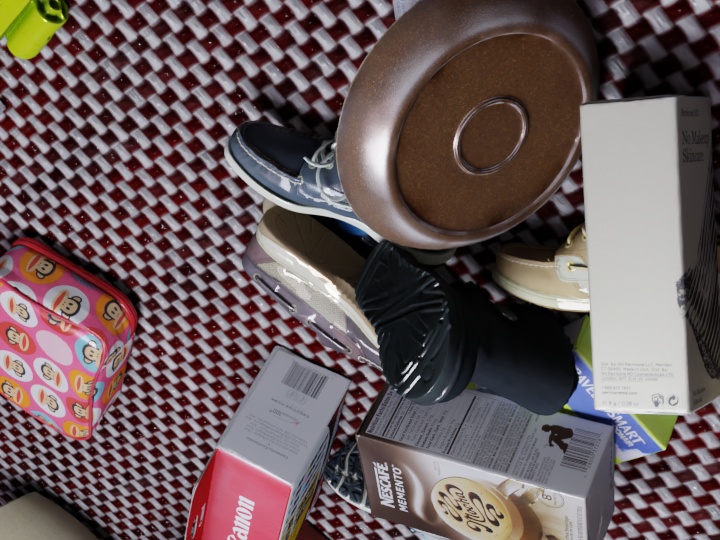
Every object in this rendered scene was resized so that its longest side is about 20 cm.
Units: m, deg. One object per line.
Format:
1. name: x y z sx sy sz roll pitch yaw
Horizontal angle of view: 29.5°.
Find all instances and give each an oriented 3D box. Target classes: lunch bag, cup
1. lunch bag: -0.319 0.066 1.364 0.175 0.082 0.201 29 140 4
2. cup: -0.403 0.354 1.640 0.200 0.199 0.144 -38 80 48

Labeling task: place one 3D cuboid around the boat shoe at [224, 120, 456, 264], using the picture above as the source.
1. boat shoe: -0.008 -0.070 1.043 0.198 0.075 0.062 28 141 3

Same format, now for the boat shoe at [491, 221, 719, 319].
1. boat shoe: 0.185 -0.007 0.997 0.198 0.074 0.067 9 112 34

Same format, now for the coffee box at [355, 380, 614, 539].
1. coffee box: 0.105 0.167 1.130 0.197 0.080 0.114 12 138 23

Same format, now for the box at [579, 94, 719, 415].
1. box: 0.192 -0.012 0.898 0.068 0.082 0.203 -1 96 31

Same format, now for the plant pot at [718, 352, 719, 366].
1. plant pot: 0.340 0.100 0.935 0.200 0.187 0.188 46 139 4

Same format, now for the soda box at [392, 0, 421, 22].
1. soda box: 0.072 -0.133 0.940 0.069 0.064 0.202 9 134 24

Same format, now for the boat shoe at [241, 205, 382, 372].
1. boat shoe: -0.009 0.032 1.078 0.199 0.072 0.065 39 129 -3

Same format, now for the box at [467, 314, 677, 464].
1. box: 0.167 0.113 1.136 0.122 0.048 0.199 45 138 -15

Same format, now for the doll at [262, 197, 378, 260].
1. doll: 0.000 0.000 1.126 0.199 0.049 0.137 37 136 -6

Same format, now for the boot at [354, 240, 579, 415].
1. boot: 0.093 0.058 0.989 0.166 0.200 0.077 25 103 -21

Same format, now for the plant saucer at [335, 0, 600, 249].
1. plant saucer: 0.079 -0.094 0.892 0.032 0.198 0.202 50 159 47

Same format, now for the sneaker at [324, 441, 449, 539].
1. sneaker: 0.057 0.225 1.292 0.197 0.078 0.087 14 140 20

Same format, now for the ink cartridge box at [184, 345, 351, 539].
1. ink cartridge box: -0.093 0.207 1.291 0.083 0.176 0.201 24 139 8

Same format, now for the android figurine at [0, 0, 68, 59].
1. android figurine: -0.321 -0.243 1.093 0.182 0.041 0.199 42 136 -13

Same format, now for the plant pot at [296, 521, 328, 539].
1. plant pot: -0.116 0.360 1.454 0.199 0.177 0.200 41 139 -11

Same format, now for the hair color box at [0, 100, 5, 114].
1. hair color box: -0.401 -0.108 1.153 0.060 0.201 0.100 -17 120 42
